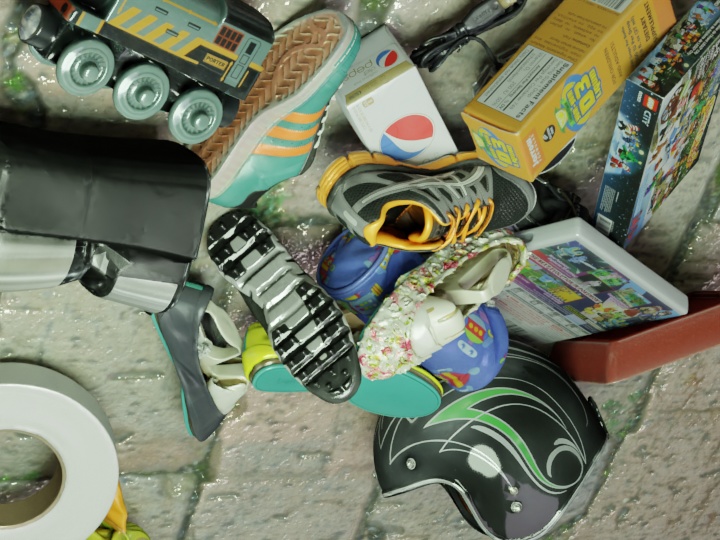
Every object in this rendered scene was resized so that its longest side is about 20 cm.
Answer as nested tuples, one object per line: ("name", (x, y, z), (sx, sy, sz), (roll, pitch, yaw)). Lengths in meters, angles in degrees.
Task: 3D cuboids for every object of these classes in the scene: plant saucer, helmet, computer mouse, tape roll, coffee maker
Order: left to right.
("tape roll", (-0.311, 0.172, 1.741), (0.202, 0.037, 0.203), (-5, 121, -9))
("coffee maker", (-0.221, -0.064, 1.535), (0.200, 0.135, 0.192), (4, 127, -33))
("helmet", (0.115, 0.159, 1.896), (0.200, 0.191, 0.200), (-52, 179, -1))
("computer mouse", (0.122, -0.156, 1.707), (0.110, 0.044, 0.200), (-43, 136, -6))
("plant saucer", (0.289, 0.059, 1.936), (0.199, 0.200, 0.037), (-18, 92, -13))

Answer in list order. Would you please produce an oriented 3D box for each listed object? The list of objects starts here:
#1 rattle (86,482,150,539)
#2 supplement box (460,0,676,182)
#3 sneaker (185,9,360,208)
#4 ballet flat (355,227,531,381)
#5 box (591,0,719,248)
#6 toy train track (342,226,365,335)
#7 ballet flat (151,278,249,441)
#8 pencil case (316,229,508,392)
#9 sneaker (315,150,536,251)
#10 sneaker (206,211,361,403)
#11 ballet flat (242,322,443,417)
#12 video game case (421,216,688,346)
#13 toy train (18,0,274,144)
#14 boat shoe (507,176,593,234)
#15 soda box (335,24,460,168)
("rattle", (-0.292, 0.274, 1.829), (0.200, 0.130, 0.143), (-22, 141, -3))
("supplement box", (0.173, -0.168, 1.657), (0.200, 0.069, 0.067), (-46, 141, -16))
("sneaker", (-0.059, -0.127, 1.618), (0.080, 0.071, 0.200), (21, 124, -44))
("ballet flat", (0.073, 0.022, 1.689), (0.200, 0.064, 0.076), (-46, 132, -33))
("box", (0.265, -0.130, 1.746), (0.137, 0.038, 0.200), (-46, 158, -31))
("toy train track", (0.000, 0.000, 1.799), (0.115, 0.033, 0.200), (-16, 129, -11))
("ballet flat", (-0.134, 0.081, 1.763), (0.073, 0.073, 0.200), (-22, 135, -10))
("pencil case", (0.052, 0.030, 1.769), (0.200, 0.078, 0.087), (37, 78, -37))
("sneaker", (0.062, -0.049, 1.658), (0.200, 0.077, 0.078), (-2, 130, -28))
("sneaker", (-0.052, 0.038, 1.692), (0.066, 0.200, 0.091), (-39, 151, 1))
("ballet flat", (-0.016, 0.081, 1.782), (0.200, 0.067, 0.067), (11, 133, -29))
("video game case", (0.174, 0.014, 1.842), (0.182, 0.023, 0.200), (-14, 150, 34))
("toy train", (-0.159, -0.175, 1.510), (0.200, 0.085, 0.114), (22, 105, -39))
("boat shoe", (0.178, -0.044, 1.809), (0.066, 0.070, 0.200), (-6, 150, 29))
("soda box", (0.038, -0.109, 1.690), (0.068, 0.064, 0.200), (-31, 137, 0))
